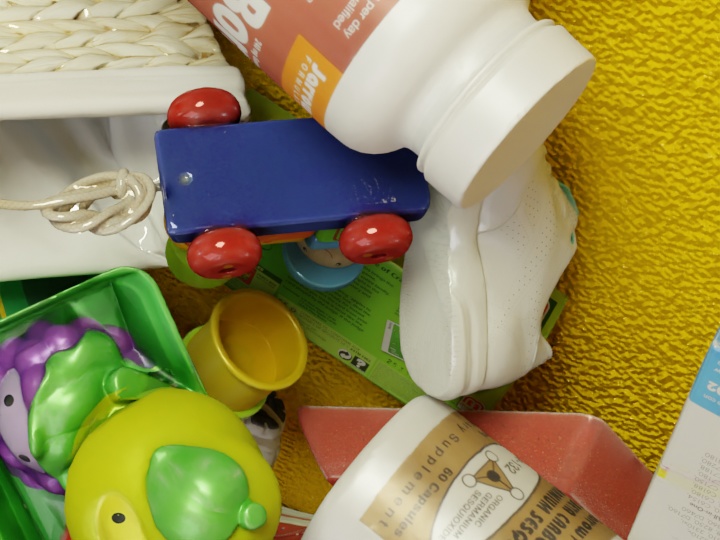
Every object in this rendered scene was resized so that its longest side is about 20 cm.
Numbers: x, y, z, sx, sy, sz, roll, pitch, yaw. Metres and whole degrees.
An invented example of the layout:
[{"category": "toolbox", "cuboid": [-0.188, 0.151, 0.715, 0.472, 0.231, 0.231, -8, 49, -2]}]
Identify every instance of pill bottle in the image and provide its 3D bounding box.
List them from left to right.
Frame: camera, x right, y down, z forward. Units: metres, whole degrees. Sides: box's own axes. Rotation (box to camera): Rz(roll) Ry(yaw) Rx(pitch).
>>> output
[{"category": "pill bottle", "cuboid": [-0.001, -0.123, 0.818, 0.200, 0.112, 0.112, 43, 144, 11]}, {"category": "pill bottle", "cuboid": [0.076, 0.163, 0.943, 0.200, 0.114, 0.115, 37, 143, 11]}]

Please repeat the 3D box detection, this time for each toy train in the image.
[{"category": "toy train", "cuboid": [-0.076, -0.025, 0.905, 0.199, 0.085, 0.116, -6, 162, -12]}]

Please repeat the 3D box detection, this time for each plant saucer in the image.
[{"category": "plant saucer", "cuboid": [0.086, 0.140, 1.077, 0.199, 0.037, 0.200, -1, 147, 38]}]

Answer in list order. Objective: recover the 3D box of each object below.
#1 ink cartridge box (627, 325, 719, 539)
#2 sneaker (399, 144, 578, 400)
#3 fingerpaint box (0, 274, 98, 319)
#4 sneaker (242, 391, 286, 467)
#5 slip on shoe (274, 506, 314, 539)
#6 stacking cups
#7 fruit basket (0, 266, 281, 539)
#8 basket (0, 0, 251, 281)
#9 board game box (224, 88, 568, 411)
[{"category": "ink cartridge box", "cuboid": [0.187, 0.071, 0.910, 0.068, 0.115, 0.200, 25, 141, 12]}, {"category": "sneaker", "cuboid": [0.070, -0.039, 0.925, 0.075, 0.088, 0.201, 39, 130, 51]}, {"category": "fingerpaint box", "cuboid": [-0.234, 0.026, 1.091, 0.200, 0.073, 0.167, -17, 120, 48]}, {"category": "sneaker", "cuboid": [-0.144, 0.078, 1.175, 0.199, 0.077, 0.080, 28, 108, 10]}, {"category": "slip on shoe", "cuboid": [-0.021, 0.177, 1.107, 0.199, 0.061, 0.074, 7, 137, 30]}, {"category": "stacking cups", "cuboid": [-0.105, 0.078, 1.089, 0.060, 0.061, 0.200, 42, 137, -9]}, {"category": "fruit basket", "cuboid": [-0.114, 0.108, 0.923, 0.155, 0.216, 0.216, -23, 124, 1]}, {"category": "basket", "cuboid": [-0.174, -0.080, 0.938, 0.136, 0.199, 0.124, -61, 42, 47]}, {"category": "board game box", "cuboid": [0.000, 0.000, 1.029, 0.200, 0.048, 0.102, 33, 142, 1]}]
